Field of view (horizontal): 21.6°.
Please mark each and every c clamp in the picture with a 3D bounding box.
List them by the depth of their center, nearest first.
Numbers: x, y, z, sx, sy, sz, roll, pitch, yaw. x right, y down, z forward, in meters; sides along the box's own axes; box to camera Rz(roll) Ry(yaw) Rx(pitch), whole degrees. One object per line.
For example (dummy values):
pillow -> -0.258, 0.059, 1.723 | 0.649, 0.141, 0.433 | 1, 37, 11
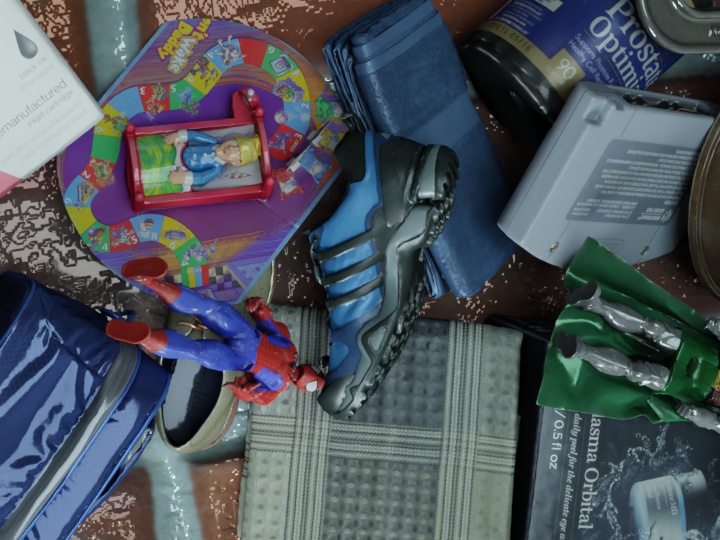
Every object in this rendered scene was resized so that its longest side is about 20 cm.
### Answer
c clamp -> 0.247, -0.230, 1.273 | 0.200, 0.027, 0.171 | 2, 91, -32

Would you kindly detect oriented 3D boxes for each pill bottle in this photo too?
pill bottle -> 0.176, -0.180, 1.322 | 0.200, 0.112, 0.112 | -42, 107, -9

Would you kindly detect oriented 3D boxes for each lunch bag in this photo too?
lunch bag -> -0.212, 0.102, 1.215 | 0.132, 0.136, 0.200 | 38, 83, -19

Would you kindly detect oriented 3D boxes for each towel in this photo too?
towel -> 0.046, -0.086, 1.310 | 0.112, 0.048, 0.200 | -38, 110, -46
towel -> 0.013, 0.129, 1.313 | 0.192, 0.035, 0.201 | 5, 89, 4

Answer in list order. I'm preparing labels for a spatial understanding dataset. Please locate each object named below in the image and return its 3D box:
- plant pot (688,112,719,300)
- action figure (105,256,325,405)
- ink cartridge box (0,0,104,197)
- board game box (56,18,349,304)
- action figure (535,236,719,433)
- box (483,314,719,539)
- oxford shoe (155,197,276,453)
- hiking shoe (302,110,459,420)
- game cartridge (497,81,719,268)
plant pot -> 0.371, -0.038, 1.325 | 0.200, 0.198, 0.201 | -20, 122, -37
action figure -> -0.082, 0.048, 1.216 | 0.200, 0.052, 0.066 | 30, 66, -56
ink cartridge box -> -0.282, -0.136, 1.189 | 0.146, 0.083, 0.200 | -39, 107, -9
board game box -> -0.101, -0.080, 1.243 | 0.158, 0.039, 0.200 | 37, 73, 1
action figure -> 0.223, 0.067, 1.282 | 0.200, 0.055, 0.118 | 22, 85, -24
box -> 0.189, 0.142, 1.366 | 0.200, 0.117, 0.197 | 4, 95, -20
oxford shoe -> -0.098, 0.028, 1.269 | 0.071, 0.074, 0.201 | 7, 93, 3
hiking shoe -> 0.000, 0.000, 1.257 | 0.087, 0.074, 0.200 | 21, 103, 10
game cartridge -> 0.180, -0.062, 1.316 | 0.200, 0.040, 0.134 | 2, 120, -50
